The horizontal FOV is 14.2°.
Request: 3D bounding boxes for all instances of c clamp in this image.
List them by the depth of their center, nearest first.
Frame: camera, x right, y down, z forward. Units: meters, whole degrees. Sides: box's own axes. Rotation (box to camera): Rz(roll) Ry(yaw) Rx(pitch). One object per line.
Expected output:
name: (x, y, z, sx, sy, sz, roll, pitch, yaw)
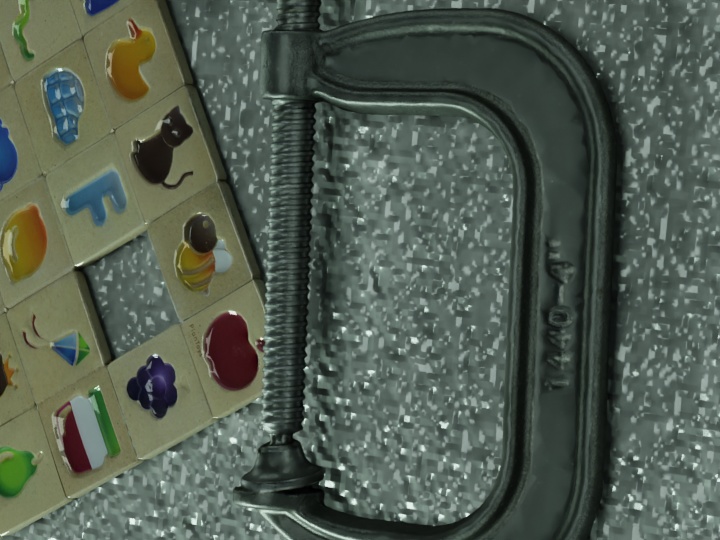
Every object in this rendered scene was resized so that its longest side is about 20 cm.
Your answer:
c clamp: (0.000, 0.000, 0.854, 0.170, 0.027, 0.201, -4, 88, 27)

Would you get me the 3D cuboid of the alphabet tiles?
alphabet tiles: (-0.114, -0.024, 0.949, 0.167, 0.008, 0.201, -29, 73, 33)
